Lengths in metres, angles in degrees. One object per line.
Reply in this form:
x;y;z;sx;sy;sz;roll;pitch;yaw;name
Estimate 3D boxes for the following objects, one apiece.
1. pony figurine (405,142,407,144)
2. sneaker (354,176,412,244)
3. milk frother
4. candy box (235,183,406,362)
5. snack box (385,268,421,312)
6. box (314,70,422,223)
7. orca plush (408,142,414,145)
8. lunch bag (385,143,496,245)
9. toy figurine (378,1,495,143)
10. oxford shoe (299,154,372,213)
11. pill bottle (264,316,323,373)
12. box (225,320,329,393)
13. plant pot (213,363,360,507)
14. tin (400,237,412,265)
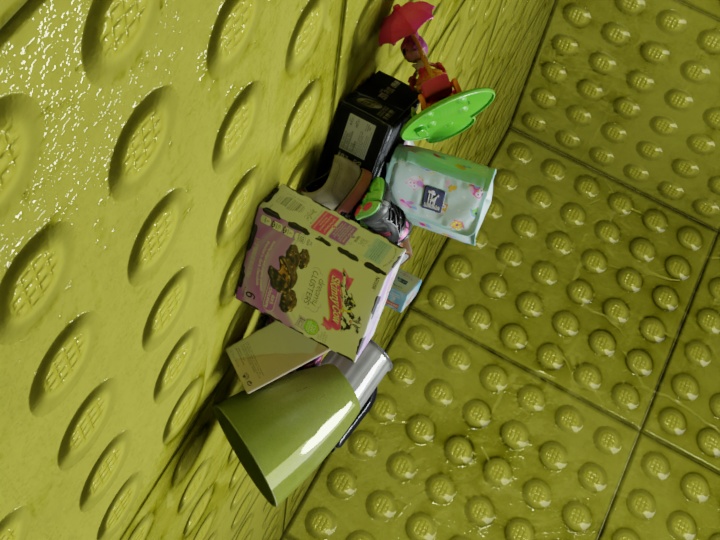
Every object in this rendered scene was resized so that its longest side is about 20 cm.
0.081;-0.178;1.836;0.167;0.198;0.195;-48;148;-37;pony figurine
0.041;-0.083;1.528;0.078;0.083;0.200;-62;172;-6;sneaker
-0.075;0.204;1.832;0.189;0.198;0.181;-51;165;-23;milk frother
-0.057;0.005;1.392;0.072;0.198;0.169;-51;165;-51;candy box
0.000;0.000;1.720;0.038;0.198;0.116;-67;170;18;snack box
0.006;-0.185;1.586;0.164;0.085;0.202;-51;165;-55;box
0.072;-0.238;1.998;0.200;0.070;0.107;-48;119;-81;orca plush
0.126;-0.129;1.619;0.200;0.168;0.124;69;41;-79;lunch bag
0.097;-0.302;1.496;0.148;0.187;0.200;-23;171;7;toy figurine
-0.068;-0.093;1.518;0.200;0.074;0.071;-48;-161;24;oxford shoe
-0.109;0.111;1.695;0.112;0.110;0.202;-51;165;-54;pill bottle
-0.094;0.102;1.539;0.198;0.079;0.095;-28;177;14;box
-0.104;0.242;1.628;0.198;0.188;0.188;-32;161;-17;plant pot
0.022;-0.014;1.879;0.200;0.110;0.043;-40;-121;60;tin
